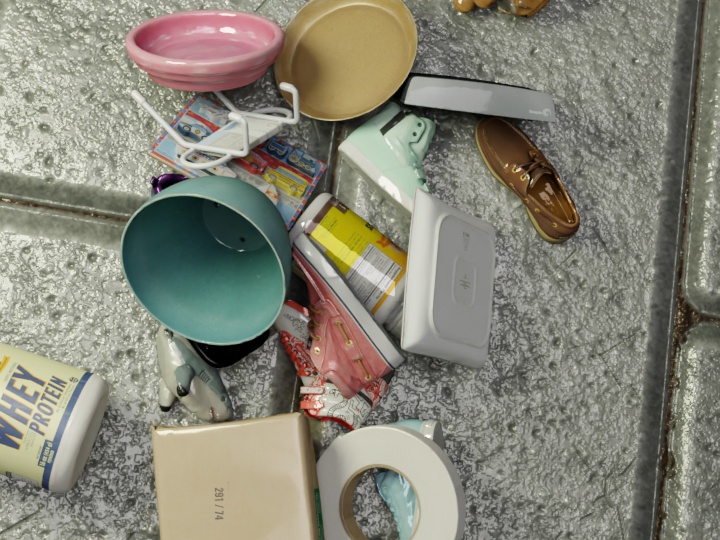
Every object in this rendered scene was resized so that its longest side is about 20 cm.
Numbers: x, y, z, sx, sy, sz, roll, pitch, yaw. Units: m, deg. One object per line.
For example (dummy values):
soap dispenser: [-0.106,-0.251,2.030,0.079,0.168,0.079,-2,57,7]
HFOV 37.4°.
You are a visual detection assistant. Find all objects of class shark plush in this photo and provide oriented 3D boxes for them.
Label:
shark plush: [-0.218,0.097,1.351,0.083,0.091,0.201,-3,60,-28]

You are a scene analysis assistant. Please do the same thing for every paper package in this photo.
paper package: [-0.143,0.277,1.275,0.189,0.103,0.202,-7,81,5]

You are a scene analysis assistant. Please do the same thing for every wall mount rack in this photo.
wall mount rack: [-0.179,-0.200,1.337,0.173,0.075,0.200,13,33,27]

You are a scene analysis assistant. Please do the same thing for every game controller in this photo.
game controller: [-0.202,0.028,1.326,0.200,0.042,0.104,51,43,8]

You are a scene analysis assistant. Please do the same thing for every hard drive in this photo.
hard drive: [0.147,-0.228,1.396,0.198,0.135,0.043,6,103,-8]

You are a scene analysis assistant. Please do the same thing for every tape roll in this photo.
tape roll: [0.029,0.289,1.301,0.201,0.037,0.205,-1,86,22]

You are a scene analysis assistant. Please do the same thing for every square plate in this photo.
square plate: [0.120,0.015,1.341,0.028,0.200,0.200,-1,78,35]

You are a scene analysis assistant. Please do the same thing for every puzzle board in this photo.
puzzle board: [-0.152,-0.143,1.359,0.199,0.017,0.151,28,41,-2]

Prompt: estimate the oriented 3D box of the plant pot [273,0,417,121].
plant pot: [-0.018,-0.283,1.403,0.198,0.027,0.202,-6,68,16]

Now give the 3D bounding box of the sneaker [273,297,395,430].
sneaker: [-0.063,0.120,1.347,0.201,0.067,0.108,33,76,-4]

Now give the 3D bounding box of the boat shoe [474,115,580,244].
boat shoe: [0.230,-0.129,1.427,0.072,0.068,0.201,-35,87,-11]

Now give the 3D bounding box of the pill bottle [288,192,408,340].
pill bottle: [0.000,0.000,1.354,0.200,0.109,0.109,38,78,-1]

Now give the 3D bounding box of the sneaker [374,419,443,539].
sneaker: [0.059,0.287,1.347,0.081,0.074,0.202,3,85,23]

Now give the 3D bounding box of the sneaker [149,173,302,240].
sneaker: [-0.171,-0.084,1.354,0.198,0.088,0.075,6,82,-7]

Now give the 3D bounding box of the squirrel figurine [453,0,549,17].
squirrel figurine: [0.190,-0.443,1.441,0.185,0.141,0.201,17,81,-11]

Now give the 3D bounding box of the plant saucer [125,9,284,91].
plant saucer: [-0.196,-0.278,1.353,0.199,0.201,0.051,-5,123,-9]

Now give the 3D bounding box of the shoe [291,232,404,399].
shoe: [-0.040,0.058,1.275,0.091,0.071,0.201,-37,100,3]

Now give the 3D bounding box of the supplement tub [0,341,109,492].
supplement tub: [-0.412,0.165,1.252,0.199,0.145,0.146,19,79,-5]

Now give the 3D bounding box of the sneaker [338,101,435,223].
sneaker: [0.080,-0.134,1.401,0.200,0.074,0.118,44,84,3]

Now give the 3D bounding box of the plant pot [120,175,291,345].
plant pot: [-0.164,-0.032,1.258,0.199,0.201,0.135,29,35,-2]
